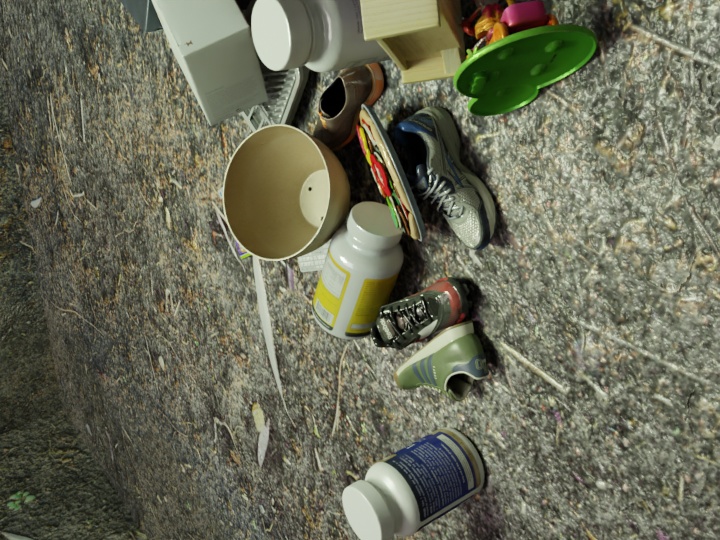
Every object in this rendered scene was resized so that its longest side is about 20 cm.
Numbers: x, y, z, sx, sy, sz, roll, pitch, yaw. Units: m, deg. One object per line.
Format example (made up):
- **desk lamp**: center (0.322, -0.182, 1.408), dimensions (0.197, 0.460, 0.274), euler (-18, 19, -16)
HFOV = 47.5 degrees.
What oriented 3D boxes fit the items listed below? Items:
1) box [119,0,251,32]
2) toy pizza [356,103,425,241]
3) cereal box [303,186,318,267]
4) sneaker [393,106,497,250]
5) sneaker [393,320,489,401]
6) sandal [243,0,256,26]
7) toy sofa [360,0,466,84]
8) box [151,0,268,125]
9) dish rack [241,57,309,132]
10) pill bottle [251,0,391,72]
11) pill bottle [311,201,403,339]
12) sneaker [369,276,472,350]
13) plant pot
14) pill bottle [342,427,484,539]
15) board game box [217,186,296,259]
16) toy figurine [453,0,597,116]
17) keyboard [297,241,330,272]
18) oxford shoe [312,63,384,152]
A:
- **box**: center (-0.301, -0.500, 1.332), dimensions (0.200, 0.196, 0.118), euler (51, 142, 26)
- **toy pizza**: center (0.035, -0.128, 1.105), dimensions (0.200, 0.032, 0.201), euler (156, 90, -90)
- **cereal box**: center (-0.123, -0.100, 1.434), dimensions (0.200, 0.039, 0.144), euler (24, 126, 48)
- **sneaker**: center (0.100, -0.111, 1.052), dimensions (0.077, 0.085, 0.200), euler (-36, 78, 49)
- **sneaker**: center (0.118, 0.154, 1.191), dimensions (0.200, 0.067, 0.090), euler (-49, 61, 51)
- **sandal**: center (-0.114, -0.416, 1.227), dimensions (0.207, 0.059, 0.079), euler (-41, 67, 47)
- **toy sofa**: center (0.062, -0.283, 0.913), dimensions (0.083, 0.200, 0.098), euler (-6, 87, 16)
- **box**: center (-0.230, -0.347, 1.249), dimensions (0.153, 0.106, 0.200), euler (62, 172, 17)
- **dish rack**: center (-0.149, -0.316, 1.351), dimensions (0.172, 0.043, 0.200), euler (57, 146, 20)
- **pill bottle**: center (-0.031, -0.312, 1.033), dimensions (0.114, 0.200, 0.115), euler (31, 131, 44)
- **pill bottle**: center (0.000, 0.000, 1.224), dimensions (0.112, 0.112, 0.200), euler (47, 137, 30)
- **sneaker**: center (0.079, 0.068, 1.177), dimensions (0.200, 0.098, 0.071), euler (-35, 76, 55)
- **plant pot**: center (-0.093, -0.114, 1.254), dimensions (0.200, 0.134, 0.201), euler (0, 90, 32)
- **pill bottle**: center (0.079, 0.324, 1.222), dimensions (0.116, 0.200, 0.116), euler (31, 131, 44)
- **board game box**: center (-0.170, -0.107, 1.420), dimensions (0.200, 0.045, 0.135), euler (-19, 90, 56)
- **toy figurine**: center (0.150, -0.291, 0.885), dimensions (0.200, 0.150, 0.185), euler (107, 151, -77)
- **keyboard**: center (-0.034, -0.032, 1.326), dimensions (0.200, 0.011, 0.056), euler (-6, 106, 42)
- **oxford shoe**: center (-0.040, -0.236, 1.206), dimensions (0.071, 0.073, 0.200), euler (59, 146, 14)
